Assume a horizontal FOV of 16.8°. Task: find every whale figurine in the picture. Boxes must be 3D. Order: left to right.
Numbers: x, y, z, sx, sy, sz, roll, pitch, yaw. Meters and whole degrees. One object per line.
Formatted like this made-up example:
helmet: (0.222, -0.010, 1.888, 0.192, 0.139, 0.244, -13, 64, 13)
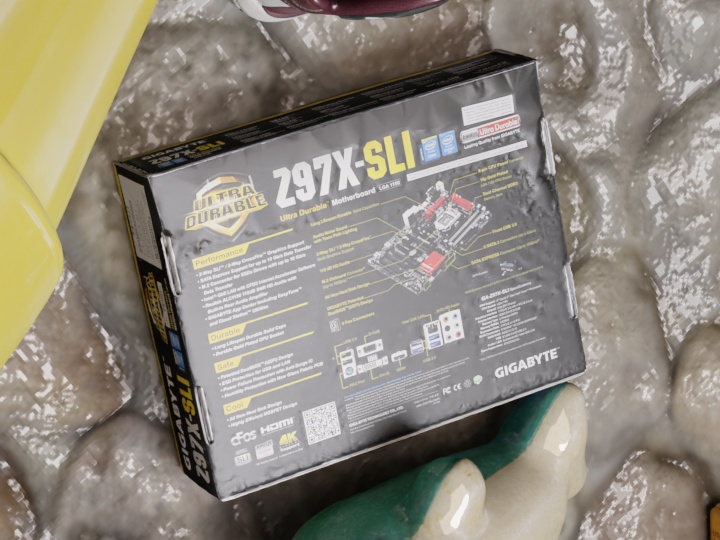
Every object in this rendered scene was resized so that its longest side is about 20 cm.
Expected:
whale figurine: (0.033, 0.131, 1.161, 0.200, 0.104, 0.159, -50, 153, -28)

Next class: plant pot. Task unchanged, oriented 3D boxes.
plant pot: (-0.180, -0.079, 0.951, 0.201, 0.201, 0.189, 44, 67, -28)

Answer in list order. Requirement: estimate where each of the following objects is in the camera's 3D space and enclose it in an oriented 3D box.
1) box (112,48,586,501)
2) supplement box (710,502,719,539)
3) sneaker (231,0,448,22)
box: (0.000, 0.000, 1.130, 0.200, 0.049, 0.160, -19, 108, -20)
supplement box: (0.229, 0.219, 1.287, 0.066, 0.069, 0.200, -11, 105, -25)
sneaker: (0.046, -0.151, 1.074, 0.200, 0.115, 0.076, -26, 113, -17)
